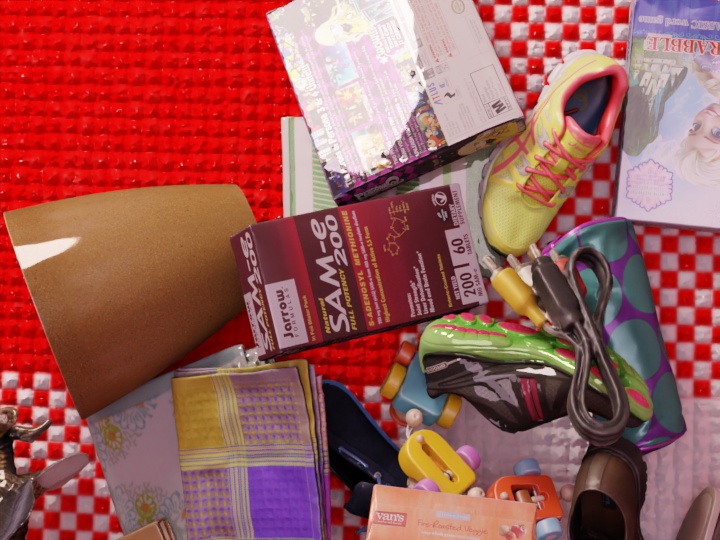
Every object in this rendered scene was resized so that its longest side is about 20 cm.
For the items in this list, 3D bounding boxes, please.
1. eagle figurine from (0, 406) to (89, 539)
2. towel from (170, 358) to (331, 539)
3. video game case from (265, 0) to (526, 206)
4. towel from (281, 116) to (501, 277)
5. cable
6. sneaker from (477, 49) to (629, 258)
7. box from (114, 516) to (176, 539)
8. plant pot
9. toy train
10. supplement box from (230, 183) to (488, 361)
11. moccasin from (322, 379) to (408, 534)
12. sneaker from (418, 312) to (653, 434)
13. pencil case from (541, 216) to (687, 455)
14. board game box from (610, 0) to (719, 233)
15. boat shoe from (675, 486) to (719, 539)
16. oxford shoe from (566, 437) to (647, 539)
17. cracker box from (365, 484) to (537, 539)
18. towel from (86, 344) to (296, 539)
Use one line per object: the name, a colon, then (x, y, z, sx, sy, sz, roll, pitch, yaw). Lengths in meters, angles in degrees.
eagle figurine: (-0.336, 0.221, 1.189, 0.149, 0.152, 0.203, -13, 56, 27)
towel: (-0.092, 0.175, 1.144, 0.142, 0.023, 0.203, -3, 93, 24)
video game case: (0.029, -0.177, 1.214, 0.179, 0.036, 0.202, -23, 68, 4)
towel: (0.027, -0.068, 1.243, 0.197, 0.023, 0.155, -1, 87, 3)
cable: (0.173, 0.053, 1.092, 0.096, 0.051, 0.202, -8, 55, -20)
sneaker: (0.168, -0.103, 1.190, 0.077, 0.090, 0.202, 27, 90, -15)
box: (-0.220, 0.331, 1.210, 0.198, 0.021, 0.165, -27, 84, 20)
plant pot: (-0.182, 0.003, 1.191, 0.198, 0.186, 0.189, -22, 84, -10)
toy train: (0.091, 0.150, 1.179, 0.148, 0.056, 0.202, -2, 55, -28)
supplement box: (0.000, 0.000, 1.159, 0.197, 0.061, 0.110, -13, 85, -24)
moccasin: (0.008, 0.190, 1.198, 0.068, 0.081, 0.200, -34, 70, -33)
sneaker: (0.144, 0.094, 1.134, 0.197, 0.077, 0.085, 14, 113, 17)
pencil case: (0.215, 0.061, 1.185, 0.091, 0.085, 0.203, -15, 85, -11)
board game box: (0.328, -0.133, 1.209, 0.197, 0.041, 0.203, 5, 87, 6)
boat shoe: (0.290, 0.286, 1.172, 0.059, 0.072, 0.203, 16, 91, 0)
oxford shoe: (0.203, 0.245, 1.150, 0.072, 0.084, 0.203, 1, 116, 29)
cracker box: (0.071, 0.263, 1.134, 0.132, 0.202, 0.058, 6, 45, 6)
towel: (-0.139, 0.171, 1.202, 0.198, 0.048, 0.174, -22, 83, 25)
